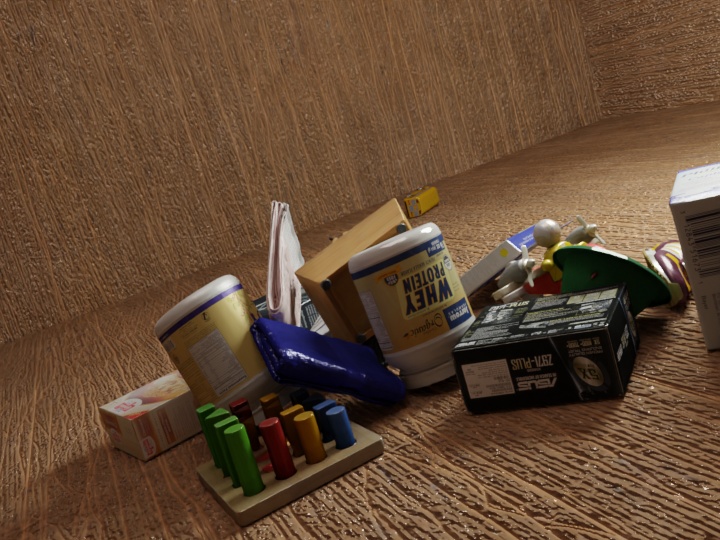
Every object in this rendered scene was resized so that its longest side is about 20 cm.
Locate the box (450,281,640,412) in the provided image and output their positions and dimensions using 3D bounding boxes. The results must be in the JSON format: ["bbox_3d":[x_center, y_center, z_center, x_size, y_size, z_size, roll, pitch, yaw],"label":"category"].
[{"bbox_3d":[0.235,0.096,1.052,0.197,0.088,0.164,-12,12,28],"label":"box"}]

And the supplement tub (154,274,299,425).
[{"bbox_3d":[-0.189,0.126,1.215,0.144,0.202,0.145,-34,-1,-1],"label":"supplement tub"}]

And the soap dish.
[{"bbox_3d":[0.018,0.010,1.305,0.199,0.159,0.081,-36,26,-10],"label":"soap dish"}]

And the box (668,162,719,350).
[{"bbox_3d":[0.461,-0.029,1.038,0.103,0.187,0.200,-13,12,27],"label":"box"}]

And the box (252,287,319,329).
[{"bbox_3d":[-0.129,0.109,1.505,0.198,0.126,0.195,-7,13,46],"label":"box"}]

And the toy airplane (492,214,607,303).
[{"bbox_3d":[0.302,-0.012,1.338,0.195,0.144,0.200,-16,11,11],"label":"toy airplane"}]

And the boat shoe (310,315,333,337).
[{"bbox_3d":[-0.044,0.098,1.388,0.200,0.074,0.065,-45,29,-4],"label":"boat shoe"}]

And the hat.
[{"bbox_3d":[0.301,0.083,1.137,0.178,0.164,0.200,-63,12,-12],"label":"hat"}]

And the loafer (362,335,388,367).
[{"bbox_3d":[0.052,0.096,1.390,0.070,0.074,0.199,-5,17,43],"label":"loafer"}]

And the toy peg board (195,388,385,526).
[{"bbox_3d":[-0.105,0.202,1.054,0.196,0.100,0.199,-23,12,-23],"label":"toy peg board"}]

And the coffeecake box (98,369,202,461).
[{"bbox_3d":[-0.301,0.219,1.362,0.198,0.074,0.152,-26,14,-33],"label":"coffeecake box"}]

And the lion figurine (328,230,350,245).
[{"bbox_3d":[0.000,0.000,1.474,0.198,0.073,0.122,34,17,16],"label":"lion figurine"}]

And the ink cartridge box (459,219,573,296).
[{"bbox_3d":[0.272,-0.033,1.517,0.200,0.047,0.197,-43,-11,30],"label":"ink cartridge box"}]

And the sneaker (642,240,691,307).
[{"bbox_3d":[0.468,-0.008,1.221,0.089,0.076,0.200,-20,11,16],"label":"sneaker"}]

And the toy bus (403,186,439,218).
[{"bbox_3d":[0.208,-0.235,2.830,0.077,0.066,0.200,-11,13,30],"label":"toy bus"}]

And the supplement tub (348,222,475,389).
[{"bbox_3d":[0.080,0.050,1.188,0.142,0.203,0.144,-23,2,1],"label":"supplement tub"}]

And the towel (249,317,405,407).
[{"bbox_3d":[-0.049,0.129,1.151,0.197,0.050,0.148,19,10,-27],"label":"towel"}]

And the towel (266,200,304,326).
[{"bbox_3d":[-0.114,0.025,1.294,0.032,0.194,0.201,-2,-29,4],"label":"towel"}]
